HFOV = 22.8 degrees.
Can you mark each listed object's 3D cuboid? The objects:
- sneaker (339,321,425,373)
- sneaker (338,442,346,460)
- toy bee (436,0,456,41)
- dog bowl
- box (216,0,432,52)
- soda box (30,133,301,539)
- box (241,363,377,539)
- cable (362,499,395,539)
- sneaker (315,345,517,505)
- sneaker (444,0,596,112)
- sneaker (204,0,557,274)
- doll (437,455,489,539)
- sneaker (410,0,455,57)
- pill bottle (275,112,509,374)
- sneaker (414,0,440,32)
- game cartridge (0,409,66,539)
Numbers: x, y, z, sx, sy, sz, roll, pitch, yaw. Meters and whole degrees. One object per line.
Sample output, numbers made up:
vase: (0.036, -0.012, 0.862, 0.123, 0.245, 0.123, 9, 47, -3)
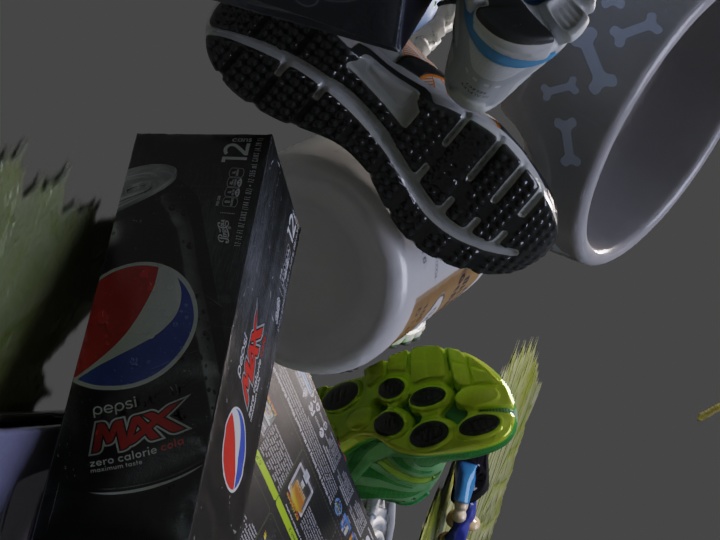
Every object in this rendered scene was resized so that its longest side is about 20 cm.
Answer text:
sneaker: (0.000, 0.000, 1.107, 0.200, 0.078, 0.091, -35, 136, -72)
sneaker: (-0.063, 0.187, 1.089, 0.075, 0.080, 0.202, -171, -84, -72)
toy bee: (0.101, -0.195, 0.951, 0.109, 0.199, 0.132, 21, -49, 65)
dog bowl: (0.143, -0.091, 0.933, 0.200, 0.058, 0.201, -45, 155, -27)
box: (0.008, -0.208, 0.793, 0.201, 0.105, 0.123, -61, 164, -46)
soda box: (-0.074, 0.040, 0.728, 0.071, 0.063, 0.201, 75, 19, -53)
box: (-0.056, 0.158, 0.942, 0.194, 0.047, 0.201, -59, 136, -48)
cable: (-0.037, 0.248, 1.280, 0.201, 0.069, 0.201, 94, 17, -47)
sneaker: (0.029, 0.100, 1.117, 0.083, 0.199, 0.075, 30, 60, -33)
sneaker: (0.081, -0.154, 0.831, 0.201, 0.075, 0.087, -61, -179, -36)
sneaker: (0.020, -0.079, 0.850, 0.074, 0.200, 0.080, -41, -164, 29)
doll: (0.126, 0.244, 2.080, 0.137, 0.048, 0.201, -62, 164, -48)
sneaker: (0.032, -0.163, 1.031, 0.077, 0.080, 0.202, -41, 147, -72)
pill bottle: (0.013, -0.027, 0.966, 0.200, 0.114, 0.115, -32, 138, -59)
sneaker: (0.023, -0.199, 0.965, 0.201, 0.075, 0.105, -62, 165, -20)
game cartridge: (-0.146, 0.120, 0.691, 0.200, 0.038, 0.131, 16, 86, -78)
